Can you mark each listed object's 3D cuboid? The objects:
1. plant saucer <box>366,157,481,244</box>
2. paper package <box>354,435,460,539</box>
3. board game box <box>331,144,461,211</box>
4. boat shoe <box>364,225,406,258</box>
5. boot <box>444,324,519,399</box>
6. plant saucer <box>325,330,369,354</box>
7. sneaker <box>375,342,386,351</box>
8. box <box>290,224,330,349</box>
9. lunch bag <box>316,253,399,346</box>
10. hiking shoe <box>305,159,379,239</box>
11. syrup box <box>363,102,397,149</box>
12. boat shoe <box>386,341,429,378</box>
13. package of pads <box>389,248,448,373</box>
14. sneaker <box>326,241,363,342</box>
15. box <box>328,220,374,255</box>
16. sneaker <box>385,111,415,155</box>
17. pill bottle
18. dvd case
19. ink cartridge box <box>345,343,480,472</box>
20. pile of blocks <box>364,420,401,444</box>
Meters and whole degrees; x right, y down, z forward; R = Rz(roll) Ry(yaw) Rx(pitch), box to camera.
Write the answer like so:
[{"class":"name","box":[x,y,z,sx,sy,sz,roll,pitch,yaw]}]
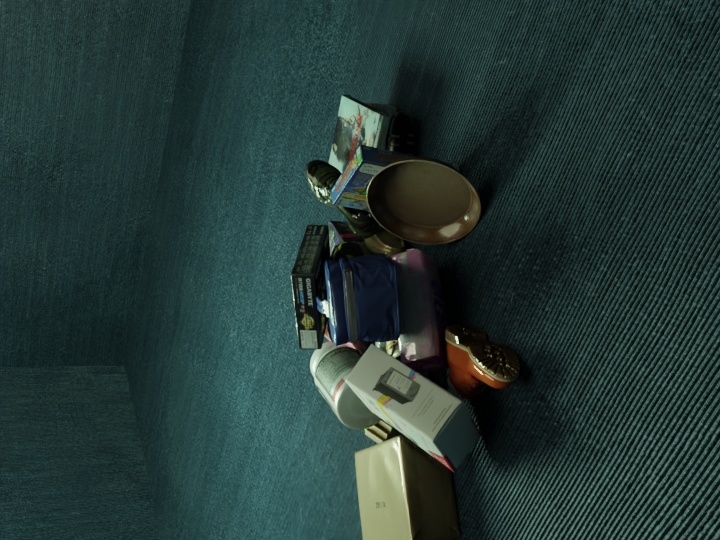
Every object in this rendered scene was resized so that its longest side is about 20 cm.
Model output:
[{"class":"plant saucer","box":[0.109,-0.124,1.451,0.201,0.198,0.035,-51,19,50]},{"class":"paper package","box":[0.078,0.408,1.550,0.200,0.102,0.194,-38,55,58]},{"class":"board game box","box":[0.064,-0.152,1.510,0.136,0.197,0.035,130,141,-49]},{"class":"boat shoe","box":[0.041,-0.086,1.695,0.200,0.070,0.065,-127,45,-53]},{"class":"boot","box":[0.195,0.167,1.376,0.200,0.074,0.109,-143,56,-68]},{"class":"plant saucer","box":[-0.052,0.109,1.787,0.051,0.201,0.200,-47,24,-13]},{"class":"sneaker","box":[0.057,0.099,1.646,0.082,0.074,0.203,-144,67,-78]},{"class":"box","box":[-0.089,0.028,1.603,0.201,0.045,0.161,-79,-12,-61]},{"class":"lunch bag","box":[-0.010,0.047,1.461,0.200,0.130,0.138,-131,37,-81]},{"class":"hiking shoe","box":[-0.033,-0.158,1.646,0.200,0.075,0.101,45,159,18]},{"class":"syrup box","box":[0.012,-0.246,1.754,0.201,0.080,0.080,121,141,-47]},{"class":"boat shoe","box":[0.084,0.149,1.559,0.073,0.066,0.203,-16,84,18]},{"class":"package of pads","box":[0.106,0.073,1.494,0.075,0.120,0.203,-13,70,20]},{"class":"sneaker","box":[-0.030,0.041,1.620,0.081,0.073,0.203,-136,51,-74]},{"class":"box","box":[0.000,0.000,1.731,0.201,0.105,0.124,57,136,48]},{"class":"sneaker","box":[0.043,-0.205,1.659,0.114,0.075,0.204,1,89,41]},{"class":"pill bottle","box":[-0.025,0.217,1.660,0.200,0.112,0.116,-139,56,-63]},{"class":"dvd case","box":[-0.005,-0.256,1.676,0.200,0.022,0.148,42,124,56]},{"class":"ink cartridge box","box":[0.089,0.228,1.414,0.199,0.148,0.086,29,73,35]},{"class":"pile of blocks","box":[0.018,0.267,1.703,0.200,0.081,0.063,47,129,55]}]
